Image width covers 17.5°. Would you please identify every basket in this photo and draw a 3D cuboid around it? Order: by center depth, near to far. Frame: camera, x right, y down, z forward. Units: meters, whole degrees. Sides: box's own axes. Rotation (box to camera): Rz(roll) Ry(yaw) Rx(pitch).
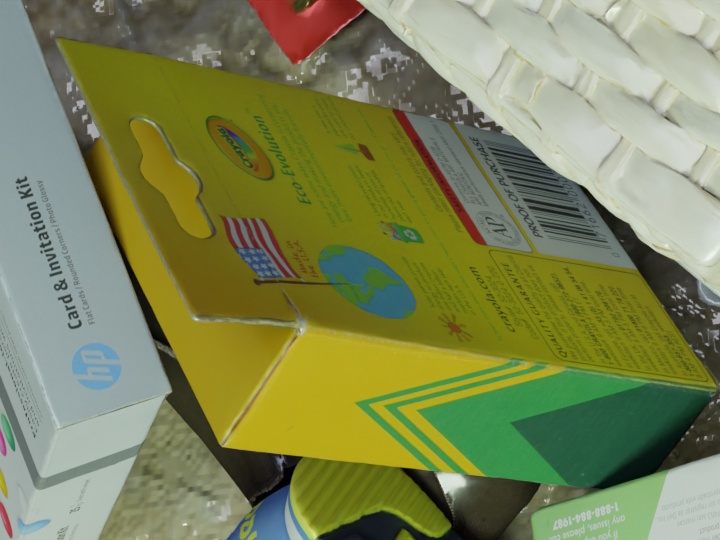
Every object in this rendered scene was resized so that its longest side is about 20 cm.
[{"bbox_3d":[0.094,-0.087,0.723,0.200,0.123,0.136,43,101,27],"label":"basket"}]

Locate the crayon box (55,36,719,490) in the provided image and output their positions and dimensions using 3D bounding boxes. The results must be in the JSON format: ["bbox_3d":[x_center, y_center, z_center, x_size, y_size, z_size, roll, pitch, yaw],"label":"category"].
[{"bbox_3d":[0.000,0.000,0.717,0.051,0.199,0.127,-56,43,28],"label":"crayon box"}]

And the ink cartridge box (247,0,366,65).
[{"bbox_3d":[-0.025,-0.204,0.856,0.162,0.057,0.200,-39,66,10],"label":"ink cartridge box"}]

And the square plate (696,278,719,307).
[{"bbox_3d":[0.217,-0.078,0.758,0.199,0.028,0.199,4,84,21],"label":"square plate"}]

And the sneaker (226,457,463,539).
[{"bbox_3d":[0.024,0.152,0.761,0.082,0.074,0.200,-36,90,30],"label":"sneaker"}]

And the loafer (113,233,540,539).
[{"bbox_3d":[-0.031,0.045,0.804,0.199,0.073,0.072,23,88,21],"label":"loafer"}]

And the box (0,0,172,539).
[{"bbox_3d":[-0.121,0.009,0.785,0.041,0.200,0.156,-17,74,-19],"label":"box"}]

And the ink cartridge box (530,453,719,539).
[{"bbox_3d":[0.124,0.160,0.701,0.117,0.067,0.201,-23,65,44],"label":"ink cartridge box"}]
